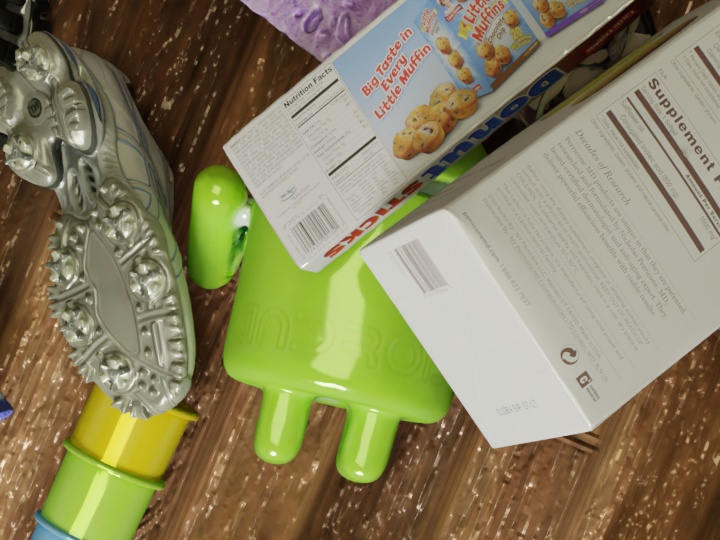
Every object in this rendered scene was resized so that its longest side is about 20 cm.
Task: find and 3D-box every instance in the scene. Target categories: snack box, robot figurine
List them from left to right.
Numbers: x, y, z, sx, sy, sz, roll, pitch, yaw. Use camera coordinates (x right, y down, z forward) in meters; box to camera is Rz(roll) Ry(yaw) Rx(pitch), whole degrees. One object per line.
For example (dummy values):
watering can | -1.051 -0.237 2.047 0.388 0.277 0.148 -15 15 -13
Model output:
robot figurine | 0.000 0.000 1.072 0.174 0.116 0.201 12 84 0
snack box | 0.033 -0.087 0.984 0.200 0.024 0.072 -38 72 15

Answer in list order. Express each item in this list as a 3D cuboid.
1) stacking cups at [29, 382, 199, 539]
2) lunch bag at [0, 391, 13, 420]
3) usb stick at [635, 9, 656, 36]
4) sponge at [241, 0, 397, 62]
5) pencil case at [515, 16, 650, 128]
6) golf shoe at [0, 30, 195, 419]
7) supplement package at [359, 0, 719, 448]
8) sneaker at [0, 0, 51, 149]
stacking cups | -0.152 0.149 1.112 0.060 0.061 0.201 27 90 9
lunch bag | -0.311 0.063 1.112 0.199 0.124 0.171 -34 82 18
usb stick | 0.128 -0.095 1.106 0.055 0.033 0.201 -19 84 8
sponge | -0.004 -0.157 1.035 0.200 0.030 0.112 39 101 22
pencil case | 0.043 -0.145 1.079 0.200 0.089 0.078 37 110 21
golf shoe | -0.113 -0.025 1.098 0.078 0.097 0.201 -27 76 30
supplement package | 0.120 -0.027 0.956 0.200 0.114 0.110 -36 94 -21
sneaker | -0.211 -0.147 1.141 0.090 0.078 0.201 9 82 18
